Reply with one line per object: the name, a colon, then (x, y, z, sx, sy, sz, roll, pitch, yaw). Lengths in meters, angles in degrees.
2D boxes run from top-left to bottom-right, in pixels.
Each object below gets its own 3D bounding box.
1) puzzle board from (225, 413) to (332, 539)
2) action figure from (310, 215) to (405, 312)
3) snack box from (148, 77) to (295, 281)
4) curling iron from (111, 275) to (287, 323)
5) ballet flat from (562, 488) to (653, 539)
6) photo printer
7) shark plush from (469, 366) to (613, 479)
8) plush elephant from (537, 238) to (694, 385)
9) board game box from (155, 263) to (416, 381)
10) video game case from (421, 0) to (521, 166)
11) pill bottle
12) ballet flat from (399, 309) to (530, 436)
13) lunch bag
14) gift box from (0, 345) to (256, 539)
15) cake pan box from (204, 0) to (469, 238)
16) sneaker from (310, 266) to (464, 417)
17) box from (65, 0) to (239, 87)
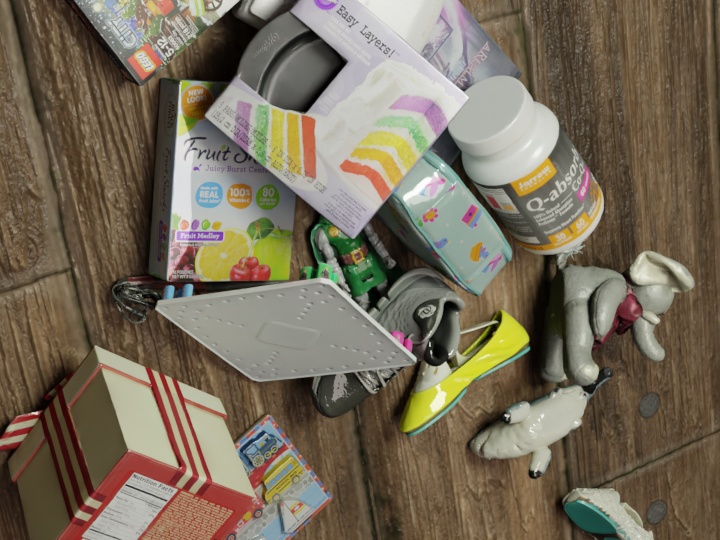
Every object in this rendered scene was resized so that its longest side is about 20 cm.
puzzle board: (-0.138, 0.277, 1.621, 0.200, 0.017, 0.151, -42, 122, -13)
action figure: (0.000, 0.000, 1.594, 0.118, 0.055, 0.200, -33, 116, -15)
snack box: (-0.136, -0.090, 1.470, 0.142, 0.053, 0.201, -1, 101, -33)
curling iron: (-0.167, 0.020, 1.508, 0.200, 0.026, 0.050, -8, 73, -33)
ballet flat: (0.328, 0.326, 1.903, 0.072, 0.072, 0.200, -49, 126, -8)
photo printer: (-0.010, -0.287, 1.466, 0.200, 0.069, 0.167, 26, 91, -27)
shark plush: (0.224, 0.164, 1.770, 0.200, 0.083, 0.091, -43, 104, -19)
plush elephant: (0.305, 0.048, 1.727, 0.154, 0.165, 0.201, 5, 79, -7)
board game box: (-0.072, 0.056, 1.468, 0.200, 0.200, 0.026, 44, 45, -50)
video game case: (0.076, -0.225, 1.584, 0.200, 0.019, 0.143, 42, 83, -33)
pill bottle: (0.183, -0.116, 1.612, 0.116, 0.116, 0.200, -49, 132, -8)
ballet flat: (0.111, 0.113, 1.698, 0.200, 0.067, 0.067, -34, 99, -21)
lunch bag: (0.065, -0.072, 1.546, 0.077, 0.160, 0.200, -45, 129, -5)
gift box: (-0.244, 0.206, 1.436, 0.200, 0.187, 0.184, -46, 128, 13)
cake pan box: (-0.026, -0.162, 1.406, 0.200, 0.052, 0.184, 41, 91, -9)
sneaker: (0.035, 0.090, 1.544, 0.200, 0.115, 0.075, -50, 124, -1)
box: (-0.221, -0.294, 1.367, 0.137, 0.038, 0.200, -44, 123, -12)
